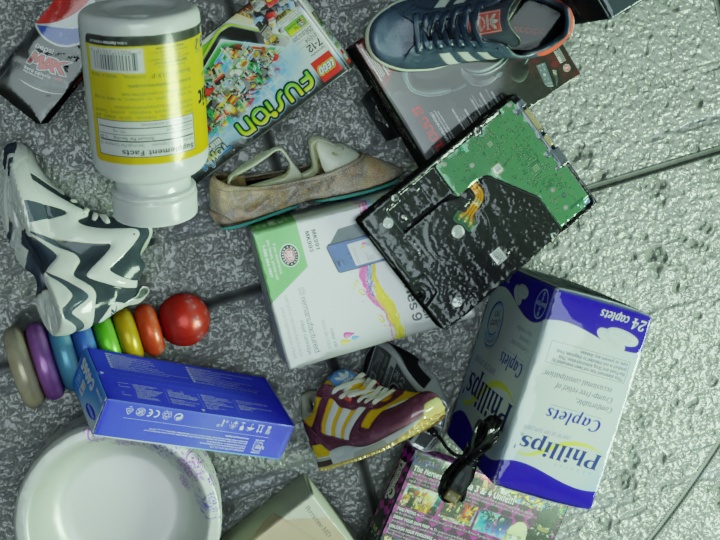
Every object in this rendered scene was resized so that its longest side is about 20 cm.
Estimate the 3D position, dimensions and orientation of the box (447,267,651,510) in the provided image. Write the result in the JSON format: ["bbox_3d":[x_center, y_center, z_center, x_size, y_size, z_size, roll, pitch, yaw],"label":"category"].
[{"bbox_3d":[0.183,0.110,1.259,0.105,0.184,0.200,15,95,-12],"label":"box"}]

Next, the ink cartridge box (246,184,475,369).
[{"bbox_3d":[0.000,0.000,1.270,0.200,0.088,0.146,-15,99,-8],"label":"ink cartridge box"}]

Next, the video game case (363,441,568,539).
[{"bbox_3d":[0.101,0.295,1.328,0.200,0.036,0.182,21,95,-22],"label":"video game case"}]

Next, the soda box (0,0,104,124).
[{"bbox_3d":[-0.269,-0.237,1.212,0.063,0.071,0.200,38,91,-10],"label":"soda box"}]

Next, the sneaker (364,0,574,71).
[{"bbox_3d":[0.105,-0.230,1.179,0.200,0.085,0.075,-9,98,-7],"label":"sneaker"}]

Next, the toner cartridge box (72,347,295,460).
[{"bbox_3d":[-0.172,0.131,1.224,0.200,0.095,0.043,13,110,-30],"label":"toner cartridge box"}]

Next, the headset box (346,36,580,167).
[{"bbox_3d":[0.093,-0.205,1.262,0.200,0.077,0.149,-33,100,-4],"label":"headset box"}]

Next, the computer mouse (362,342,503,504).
[{"bbox_3d":[0.068,0.138,1.260,0.044,0.200,0.110,-3,125,-33],"label":"computer mouse"}]

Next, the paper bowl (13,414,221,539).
[{"bbox_3d":[-0.240,0.237,1.260,0.200,0.104,0.201,-1,97,-8],"label":"paper bowl"}]

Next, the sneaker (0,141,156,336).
[{"bbox_3d":[-0.272,-0.042,1.240,0.129,0.080,0.199,-15,68,-34],"label":"sneaker"}]

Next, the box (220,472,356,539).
[{"bbox_3d":[-0.106,0.313,1.300,0.200,0.078,0.095,-39,101,-1],"label":"box"}]

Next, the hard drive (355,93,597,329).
[{"bbox_3d":[0.113,-0.058,1.222,0.200,0.038,0.140,-40,102,-5],"label":"hard drive"}]

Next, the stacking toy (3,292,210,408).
[{"bbox_3d":[-0.249,0.068,1.256,0.200,0.085,0.086,-18,99,-11],"label":"stacking toy"}]

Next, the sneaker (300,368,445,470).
[{"bbox_3d":[0.002,0.136,1.240,0.075,0.200,0.090,-18,82,-40],"label":"sneaker"}]

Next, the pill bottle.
[{"bbox_3d":[-0.199,-0.147,1.170,0.111,0.111,0.200,-3,114,-7],"label":"pill bottle"}]

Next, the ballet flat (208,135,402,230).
[{"bbox_3d":[-0.058,-0.096,1.258,0.200,0.068,0.067,-16,108,-6],"label":"ballet flat"}]

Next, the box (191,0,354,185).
[{"bbox_3d":[-0.117,-0.185,1.230,0.200,0.035,0.110,-36,100,15],"label":"box"}]

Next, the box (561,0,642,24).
[{"bbox_3d":[0.263,-0.337,1.206,0.200,0.197,0.124,-31,100,-2],"label":"box"}]
